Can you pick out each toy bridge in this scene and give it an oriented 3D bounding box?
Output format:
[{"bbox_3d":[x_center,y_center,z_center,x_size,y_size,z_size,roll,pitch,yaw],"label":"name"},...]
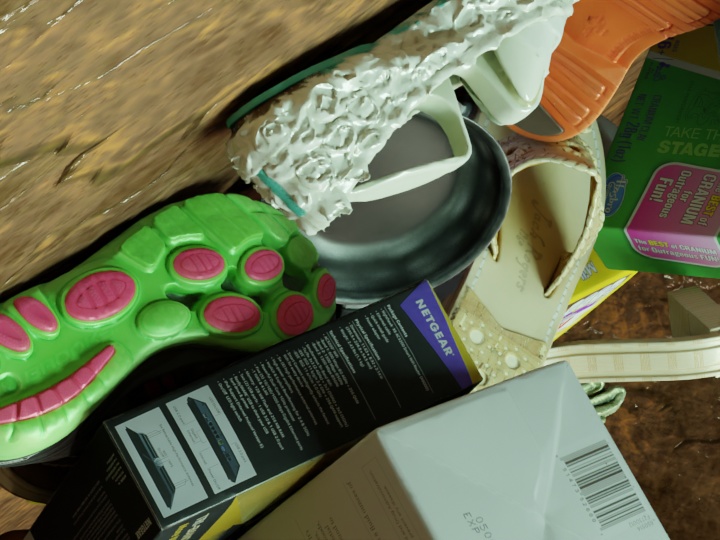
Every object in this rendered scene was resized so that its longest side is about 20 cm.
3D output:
[{"bbox_3d":[0.165,0.029,1.306,0.200,0.027,0.067,-12,-160,-10],"label":"toy bridge"}]

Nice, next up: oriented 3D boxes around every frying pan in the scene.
[{"bbox_3d":[0.016,-0.006,1.228,0.115,0.031,0.190,-17,135,-2],"label":"frying pan"}]

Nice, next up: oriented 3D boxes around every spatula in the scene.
[{"bbox_3d":[0.040,-0.078,1.296,0.057,0.021,0.200,-41,174,6],"label":"spatula"}]

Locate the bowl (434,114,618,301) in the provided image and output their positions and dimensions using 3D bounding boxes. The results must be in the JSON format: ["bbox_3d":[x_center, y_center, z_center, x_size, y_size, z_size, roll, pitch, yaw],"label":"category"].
[{"bbox_3d":[0.061,-0.029,1.454,0.201,0.090,0.201,-36,173,-5],"label":"bowl"}]

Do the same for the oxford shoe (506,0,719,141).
[{"bbox_3d":[0.125,-0.138,1.210,0.200,0.071,0.073,-40,-165,46],"label":"oxford shoe"}]

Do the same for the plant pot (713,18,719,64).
[{"bbox_3d":[0.262,-0.124,1.189,0.200,0.196,0.196,-32,134,32],"label":"plant pot"}]

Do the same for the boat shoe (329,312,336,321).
[{"bbox_3d":[-0.036,0.020,1.370,0.076,0.072,0.200,-49,176,-37],"label":"boat shoe"}]

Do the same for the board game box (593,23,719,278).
[{"bbox_3d":[0.223,-0.065,1.322,0.040,0.200,0.153,51,54,-46],"label":"board game box"}]

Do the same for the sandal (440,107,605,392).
[{"bbox_3d":[0.087,-0.024,1.271,0.070,0.078,0.212,-38,-152,54],"label":"sandal"}]

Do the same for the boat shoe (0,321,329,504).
[{"bbox_3d":[-0.086,0.052,1.233,0.200,0.072,0.072,-7,153,-47],"label":"boat shoe"}]

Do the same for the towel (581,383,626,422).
[{"bbox_3d":[0.033,0.089,1.422,0.148,0.036,0.200,-20,-172,-26],"label":"towel"}]

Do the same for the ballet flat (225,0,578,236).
[{"bbox_3d":[0.031,-0.074,1.092,0.200,0.072,0.072,-34,173,-31],"label":"ballet flat"}]

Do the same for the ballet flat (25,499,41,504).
[{"bbox_3d":[-0.142,0.092,1.322,0.067,0.067,0.200,-40,174,-2],"label":"ballet flat"}]

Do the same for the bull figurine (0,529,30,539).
[{"bbox_3d":[-0.131,0.154,1.298,0.121,0.200,0.065,12,94,-77],"label":"bull figurine"}]

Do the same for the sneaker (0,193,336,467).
[{"bbox_3d":[-0.098,0.026,1.120,0.200,0.077,0.084,-20,171,-34],"label":"sneaker"}]

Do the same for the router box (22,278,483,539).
[{"bbox_3d":[-0.055,0.088,1.166,0.157,0.052,0.200,-24,167,-26],"label":"router box"}]

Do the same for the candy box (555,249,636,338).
[{"bbox_3d":[0.052,0.040,1.372,0.200,0.026,0.102,-25,170,-41],"label":"candy box"}]

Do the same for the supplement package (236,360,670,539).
[{"bbox_3d":[0.020,0.144,1.148,0.120,0.121,0.200,-18,164,-44],"label":"supplement package"}]
